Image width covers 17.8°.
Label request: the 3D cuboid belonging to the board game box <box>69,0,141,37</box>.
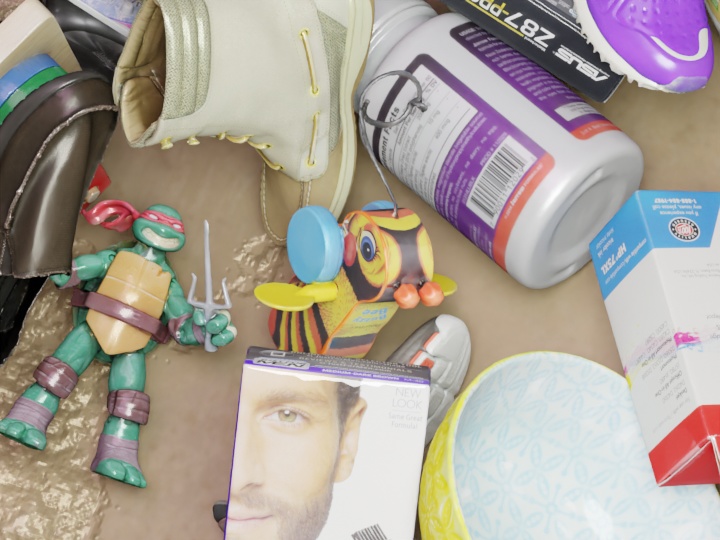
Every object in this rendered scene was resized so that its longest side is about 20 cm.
[{"bbox_3d":[-0.138,-0.239,1.500,0.199,0.026,0.200,33,48,9],"label":"board game box"}]

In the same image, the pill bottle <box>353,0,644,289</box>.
[{"bbox_3d":[0.070,-0.090,1.428,0.111,0.112,0.200,-45,64,-7],"label":"pill bottle"}]

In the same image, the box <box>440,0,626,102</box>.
[{"bbox_3d":[0.103,-0.217,1.436,0.199,0.049,0.162,31,52,-2],"label":"box"}]

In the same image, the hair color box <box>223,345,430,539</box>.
[{"bbox_3d":[-0.024,0.151,1.314,0.108,0.065,0.202,6,97,0],"label":"hair color box"}]

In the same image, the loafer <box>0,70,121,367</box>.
[{"bbox_3d":[-0.189,-0.026,1.359,0.071,0.073,0.201,41,115,24],"label":"loafer"}]

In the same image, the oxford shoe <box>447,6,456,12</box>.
[{"bbox_3d":[0.085,-0.236,1.522,0.075,0.058,0.201,-33,43,35],"label":"oxford shoe"}]

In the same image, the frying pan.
[{"bbox_3d":[-0.193,-0.158,1.522,0.189,0.115,0.031,15,69,20],"label":"frying pan"}]

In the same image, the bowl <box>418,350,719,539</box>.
[{"bbox_3d":[0.103,0.157,1.302,0.108,0.199,0.201,-41,53,44],"label":"bowl"}]

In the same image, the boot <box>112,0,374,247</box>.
[{"bbox_3d":[-0.076,-0.090,1.391,0.154,0.201,0.072,-16,41,-33],"label":"boot"}]

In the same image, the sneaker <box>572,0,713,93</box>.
[{"bbox_3d":[0.167,-0.204,1.360,0.069,0.100,0.201,-5,62,-26],"label":"sneaker"}]

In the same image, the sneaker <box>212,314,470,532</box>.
[{"bbox_3d":[-0.017,0.094,1.394,0.082,0.077,0.200,37,79,31],"label":"sneaker"}]

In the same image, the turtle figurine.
[{"bbox_3d":[-0.147,0.026,1.439,0.149,0.101,0.201,19,82,7],"label":"turtle figurine"}]

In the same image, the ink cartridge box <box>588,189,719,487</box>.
[{"bbox_3d":[0.217,0.056,1.323,0.115,0.067,0.201,1,61,-25],"label":"ink cartridge box"}]

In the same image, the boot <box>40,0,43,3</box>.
[{"bbox_3d":[-0.113,-0.227,1.558,0.202,0.074,0.155,8,65,14],"label":"boot"}]

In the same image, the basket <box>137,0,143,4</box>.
[{"bbox_3d":[-0.106,-0.235,1.410,0.139,0.200,0.177,-45,62,17],"label":"basket"}]

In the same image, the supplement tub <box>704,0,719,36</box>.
[{"bbox_3d":[0.274,-0.204,1.369,0.144,0.200,0.146,-3,65,7],"label":"supplement tub"}]

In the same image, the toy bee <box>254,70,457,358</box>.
[{"bbox_3d":[0.000,0.000,1.362,0.130,0.201,0.109,-19,53,-15],"label":"toy bee"}]

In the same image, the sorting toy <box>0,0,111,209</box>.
[{"bbox_3d":[-0.238,-0.051,1.450,0.070,0.199,0.200,43,82,11],"label":"sorting toy"}]
